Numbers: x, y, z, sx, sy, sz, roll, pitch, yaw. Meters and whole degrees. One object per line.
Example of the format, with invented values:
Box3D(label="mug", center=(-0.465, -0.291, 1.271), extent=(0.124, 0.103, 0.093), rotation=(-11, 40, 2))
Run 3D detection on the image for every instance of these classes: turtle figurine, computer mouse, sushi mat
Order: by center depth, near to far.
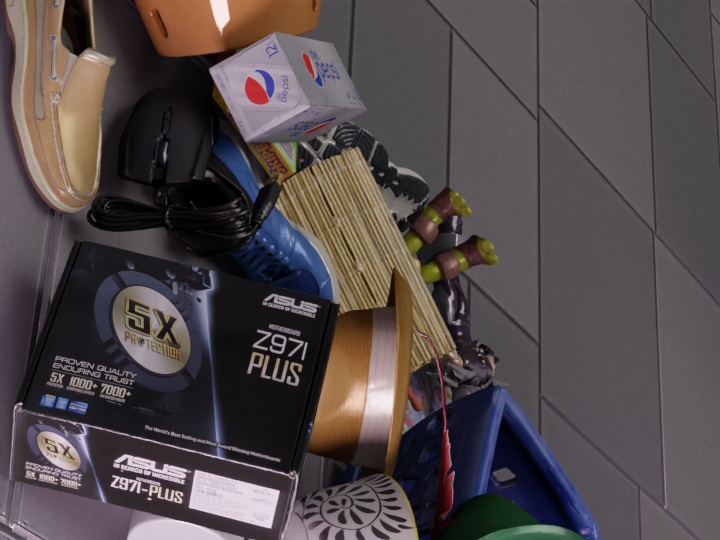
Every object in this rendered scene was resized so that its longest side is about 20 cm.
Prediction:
Box3D(label="computer mouse", center=(-0.125, -0.094, 1.595), extent=(0.200, 0.140, 0.046), rotation=(-74, 169, -55))
Box3D(label="sushi mat", center=(0.000, 0.000, 1.763), extent=(0.201, 0.095, 0.012), rotation=(64, -12, 3))
Box3D(label="turtle figurine", center=(0.040, 0.011, 1.811), extent=(0.201, 0.161, 0.064), rotation=(57, -14, 0))

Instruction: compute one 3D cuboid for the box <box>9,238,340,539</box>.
Box3D(label="box", center=(-0.129, 0.084, 1.438), extent=(0.086, 0.199, 0.164), rotation=(104, 0, -47))

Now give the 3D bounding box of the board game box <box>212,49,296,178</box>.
Box3D(label="board game box", center=(-0.088, -0.157, 1.769), extent=(0.096, 0.030, 0.200), rotation=(54, 17, -22))

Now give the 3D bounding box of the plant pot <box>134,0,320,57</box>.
Box3D(label="plant pot", center=(-0.112, -0.258, 1.683), extent=(0.200, 0.199, 0.141), rotation=(-34, 117, -60))

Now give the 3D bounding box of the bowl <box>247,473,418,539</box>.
Box3D(label="bowl", center=(-0.040, 0.245, 1.517), extent=(0.094, 0.201, 0.202), rotation=(11, 60, -22))

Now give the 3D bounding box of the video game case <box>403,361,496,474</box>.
Box3D(label="video game case", center=(0.066, 0.148, 1.879), extent=(0.200, 0.018, 0.143), rotation=(55, 34, -29))

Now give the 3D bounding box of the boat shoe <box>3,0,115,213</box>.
Box3D(label="boat shoe", center=(-0.219, -0.146, 1.536), extent=(0.072, 0.076, 0.201), rotation=(3, 73, -62))

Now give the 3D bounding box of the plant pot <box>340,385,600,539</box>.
Box3D(label="plant pot", center=(0.075, 0.248, 1.732), extent=(0.200, 0.179, 0.201), rotation=(54, 34, -29))

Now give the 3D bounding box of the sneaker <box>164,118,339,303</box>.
Box3D(label="sneaker", center=(-0.095, -0.022, 1.684), extent=(0.201, 0.076, 0.111), rotation=(60, 25, -14))

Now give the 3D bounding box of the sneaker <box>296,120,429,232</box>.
Box3D(label="sneaker", center=(-0.015, -0.090, 1.875), extent=(0.078, 0.079, 0.200), rotation=(-57, 147, -2))

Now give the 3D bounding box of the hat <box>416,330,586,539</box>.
Box3D(label="hat", center=(0.080, 0.196, 1.569), extent=(0.165, 0.200, 0.176), rotation=(21, 25, -36))

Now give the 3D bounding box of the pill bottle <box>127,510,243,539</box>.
Box3D(label="pill bottle", center=(-0.114, 0.131, 1.534), extent=(0.112, 0.112, 0.201), rotation=(50, 37, -35))

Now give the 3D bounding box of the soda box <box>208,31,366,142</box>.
Box3D(label="soda box", center=(-0.057, -0.148, 1.676), extent=(0.069, 0.063, 0.200), rotation=(63, 13, 2))

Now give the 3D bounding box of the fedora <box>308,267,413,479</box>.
Box3D(label="fedora", center=(-0.009, 0.091, 1.622), extent=(0.201, 0.081, 0.202), rotation=(-174, -90, -84))

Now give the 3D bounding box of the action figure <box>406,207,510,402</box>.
Box3D(label="action figure", center=(0.084, 0.046, 1.886), extent=(0.130, 0.069, 0.201), rotation=(34, 45, -62))
